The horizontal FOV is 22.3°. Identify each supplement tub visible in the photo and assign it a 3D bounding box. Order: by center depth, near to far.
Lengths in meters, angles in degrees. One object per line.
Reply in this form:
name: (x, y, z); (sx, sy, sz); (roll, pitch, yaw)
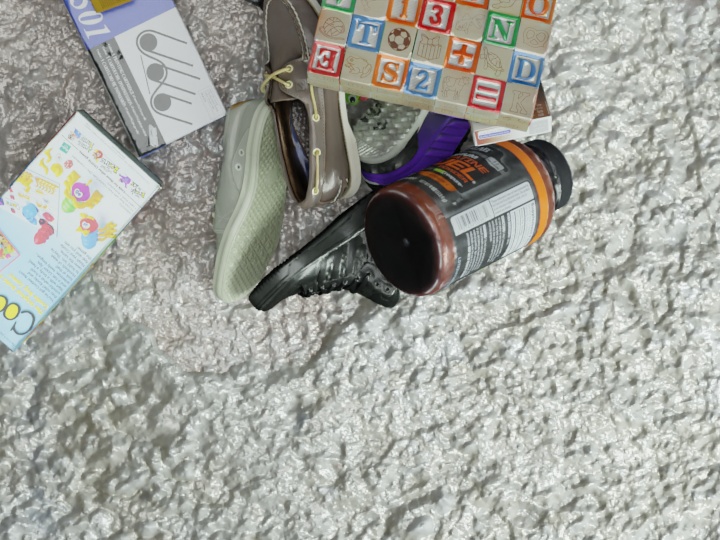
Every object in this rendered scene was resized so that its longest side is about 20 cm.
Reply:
supplement tub: (0.105, -0.058, 1.682); (0.199, 0.107, 0.108); (-26, 98, -37)

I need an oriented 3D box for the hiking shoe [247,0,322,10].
hiking shoe: (-0.012, -0.286, 1.686); (0.200, 0.076, 0.101); (-41, 96, 5)

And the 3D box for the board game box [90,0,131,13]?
board game box: (-0.258, -0.346, 1.603); (0.040, 0.153, 0.201); (-21, 75, -2)

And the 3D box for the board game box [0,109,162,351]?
board game box: (-0.285, -0.039, 1.681); (0.105, 0.103, 0.200); (42, 90, -7)

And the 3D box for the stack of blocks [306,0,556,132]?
stack of blocks: (0.062, -0.201, 1.588); (0.198, 0.059, 0.116); (12, 84, 2)

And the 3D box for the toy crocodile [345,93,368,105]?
toy crocodile: (0.031, -0.204, 1.683); (0.200, 0.068, 0.062); (-38, 94, 24)

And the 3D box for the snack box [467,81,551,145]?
snack box: (0.120, -0.201, 1.677); (0.071, 0.024, 0.201); (-11, 53, 1)

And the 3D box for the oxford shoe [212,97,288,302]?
oxford shoe: (-0.109, -0.069, 1.717); (0.057, 0.075, 0.202); (21, 109, 32)

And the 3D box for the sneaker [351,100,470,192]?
sneaker: (0.073, -0.140, 1.726); (0.200, 0.069, 0.100); (-41, 135, -19)

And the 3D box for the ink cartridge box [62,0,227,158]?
ink cartridge box: (-0.208, -0.215, 1.702); (0.094, 0.044, 0.201); (-27, 97, -4)

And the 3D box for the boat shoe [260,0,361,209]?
boat shoe: (-0.054, -0.156, 1.645); (0.059, 0.072, 0.202); (-21, 102, -40)

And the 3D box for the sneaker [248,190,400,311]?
sneaker: (-0.001, 0.000, 1.729); (0.199, 0.060, 0.104); (-40, 96, -11)
